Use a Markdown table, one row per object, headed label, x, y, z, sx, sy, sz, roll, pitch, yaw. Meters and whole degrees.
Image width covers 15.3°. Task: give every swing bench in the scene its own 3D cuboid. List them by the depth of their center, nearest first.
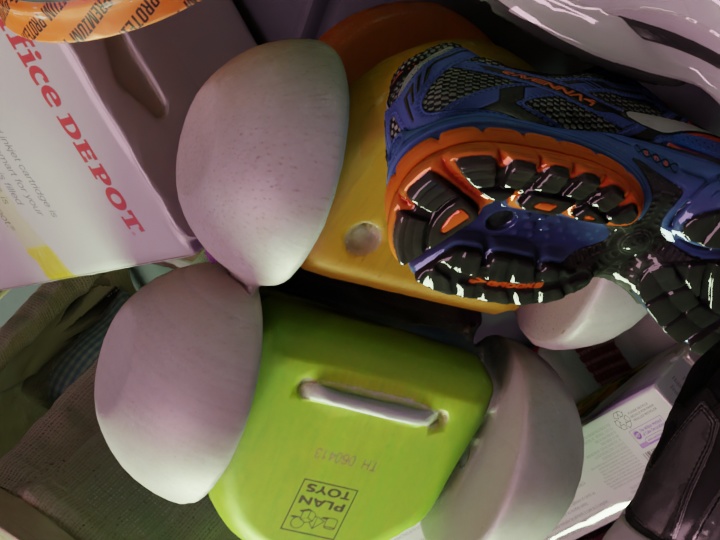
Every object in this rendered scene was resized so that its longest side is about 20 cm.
| label | x | y | z | sx | sy | sz | roll | pitch | yaw |
| --- | --- | --- | --- | --- | --- | --- | --- | --- | --- |
| swing bench | -0.096 | 0.071 | 1.070 | 0.200 | 0.199 | 0.130 | -6 | 122 | 46 |

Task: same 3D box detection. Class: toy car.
| label | x | y | z | sx | sy | sz | roll | pitch | yaw |
| --- | --- | --- | --- | --- | --- | --- | --- | --- | --- |
| toy car | 0.000 | 0.000 | 0.947 | 0.201 | 0.175 | 0.150 | -69 | 24 | 17 |

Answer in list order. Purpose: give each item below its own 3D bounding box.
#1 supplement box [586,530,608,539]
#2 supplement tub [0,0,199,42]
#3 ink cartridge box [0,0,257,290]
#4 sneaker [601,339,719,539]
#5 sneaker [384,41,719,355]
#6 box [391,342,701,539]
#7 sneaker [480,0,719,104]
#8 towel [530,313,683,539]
| label | x | y | z | sx | sy | sz | roll | pitch | yaw |
| --- | --- | --- | --- | --- | --- | --- | --- | --- | --- |
| supplement box | 0.104 | 0.168 | 1.017 | 0.110 | 0.086 | 0.200 | 30 | 149 | -17 |
| supplement tub | -0.103 | -0.179 | 0.826 | 0.122 | 0.123 | 0.200 | 7 | 131 | 39 |
| ink cartridge box | -0.136 | -0.074 | 1.059 | 0.200 | 0.083 | 0.145 | -8 | 120 | 48 |
| sneaker | 0.138 | 0.058 | 0.853 | 0.066 | 0.200 | 0.091 | 26 | 103 | 20 |
| sneaker | 0.091 | -0.029 | 0.849 | 0.200 | 0.079 | 0.075 | 15 | 132 | -33 |
| box | 0.075 | 0.079 | 1.016 | 0.041 | 0.039 | 0.200 | 49 | 142 | -3 |
| sneaker | 0.118 | -0.109 | 0.812 | 0.200 | 0.076 | 0.116 | 31 | 130 | 13 |
| towel | 0.137 | 0.073 | 1.003 | 0.200 | 0.023 | 0.144 | -23 | 108 | 50 |
